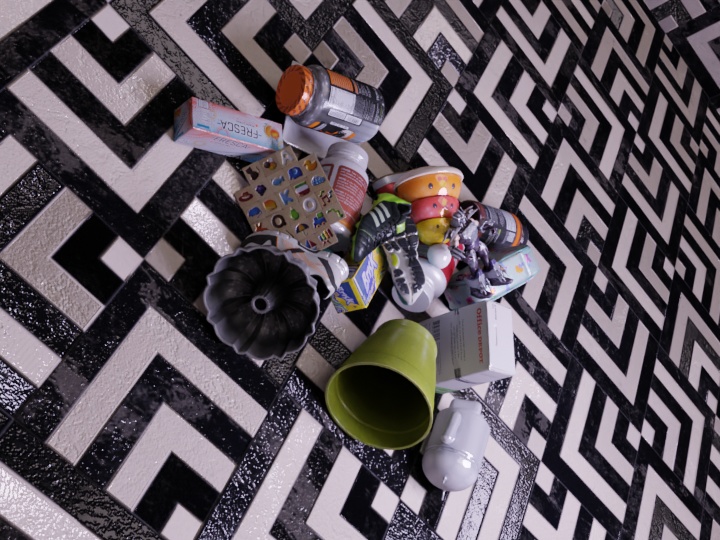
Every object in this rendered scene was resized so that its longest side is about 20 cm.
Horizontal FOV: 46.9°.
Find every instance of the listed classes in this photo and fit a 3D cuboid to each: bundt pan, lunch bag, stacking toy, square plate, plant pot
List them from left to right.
[{"bbox_3d":[-0.158,0.045,1.398,0.202,0.202,0.076,58,19,-9],"label":"bundt pan"},{"bbox_3d":[-0.079,-0.308,1.722,0.198,0.028,0.200,23,58,-35],"label":"square plate"},{"bbox_3d":[0.060,0.195,1.553,0.200,0.200,0.193,52,34,-15],"label":"plant pot"},{"bbox_3d":[0.153,-0.101,1.686,0.146,0.146,0.200,2,72,-43],"label":"stacking toy"},{"bbox_3d":[0.276,0.014,1.820,0.200,0.160,0.077,-27,98,-21],"label":"lunch bag"}]

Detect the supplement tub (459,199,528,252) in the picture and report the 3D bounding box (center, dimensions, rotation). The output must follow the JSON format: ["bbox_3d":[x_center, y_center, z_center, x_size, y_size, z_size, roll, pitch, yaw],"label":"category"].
[{"bbox_3d":[0.307,-0.095,1.950,0.200,0.107,0.107,13,65,-41],"label":"supplement tub"}]

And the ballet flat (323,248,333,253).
[{"bbox_3d":[-0.111,0.030,1.529,0.200,0.069,0.069,-42,103,-44],"label":"ballet flat"}]

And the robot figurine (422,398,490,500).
[{"bbox_3d":[0.190,0.353,1.649,0.170,0.113,0.200,70,34,-41],"label":"robot figurine"}]

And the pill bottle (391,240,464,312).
[{"bbox_3d":[0.141,-0.011,1.751,0.112,0.112,0.200,47,48,-19],"label":"pill bottle"}]

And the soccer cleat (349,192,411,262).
[{"bbox_3d":[0.040,-0.083,1.587,0.200,0.081,0.068,-59,159,-45],"label":"soccer cleat"}]

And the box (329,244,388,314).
[{"bbox_3d":[0.000,0.000,1.606,0.070,0.064,0.200,65,28,-22],"label":"box"}]

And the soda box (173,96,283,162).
[{"bbox_3d":[-0.239,-0.251,1.516,0.200,0.068,0.064,11,67,-40],"label":"soda box"}]

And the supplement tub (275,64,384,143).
[{"bbox_3d":[-0.060,-0.332,1.642,0.200,0.122,0.123,11,66,-40],"label":"supplement tub"}]

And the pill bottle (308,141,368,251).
[{"bbox_3d":[-0.048,-0.147,1.616,0.112,0.112,0.200,33,58,-30],"label":"pill bottle"}]

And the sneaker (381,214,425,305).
[{"bbox_3d":[0.078,-0.024,1.643,0.077,0.080,0.200,-5,63,-5],"label":"sneaker"}]

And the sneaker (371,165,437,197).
[{"bbox_3d":[0.120,-0.163,1.822,0.200,0.071,0.113,-17,82,-38],"label":"sneaker"}]

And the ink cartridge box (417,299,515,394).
[{"bbox_3d":[0.210,0.158,1.685,0.084,0.200,0.146,18,62,-38],"label":"ink cartridge box"}]

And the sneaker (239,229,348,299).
[{"bbox_3d":[-0.124,-0.010,1.466,0.200,0.074,0.080,17,42,8],"label":"sneaker"}]

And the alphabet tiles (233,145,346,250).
[{"bbox_3d":[-0.129,-0.120,1.523,0.200,0.166,0.006,63,1,1],"label":"alphabet tiles"}]

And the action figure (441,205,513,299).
[{"bbox_3d":[0.231,-0.043,1.662,0.130,0.069,0.200,-41,119,-24],"label":"action figure"}]
